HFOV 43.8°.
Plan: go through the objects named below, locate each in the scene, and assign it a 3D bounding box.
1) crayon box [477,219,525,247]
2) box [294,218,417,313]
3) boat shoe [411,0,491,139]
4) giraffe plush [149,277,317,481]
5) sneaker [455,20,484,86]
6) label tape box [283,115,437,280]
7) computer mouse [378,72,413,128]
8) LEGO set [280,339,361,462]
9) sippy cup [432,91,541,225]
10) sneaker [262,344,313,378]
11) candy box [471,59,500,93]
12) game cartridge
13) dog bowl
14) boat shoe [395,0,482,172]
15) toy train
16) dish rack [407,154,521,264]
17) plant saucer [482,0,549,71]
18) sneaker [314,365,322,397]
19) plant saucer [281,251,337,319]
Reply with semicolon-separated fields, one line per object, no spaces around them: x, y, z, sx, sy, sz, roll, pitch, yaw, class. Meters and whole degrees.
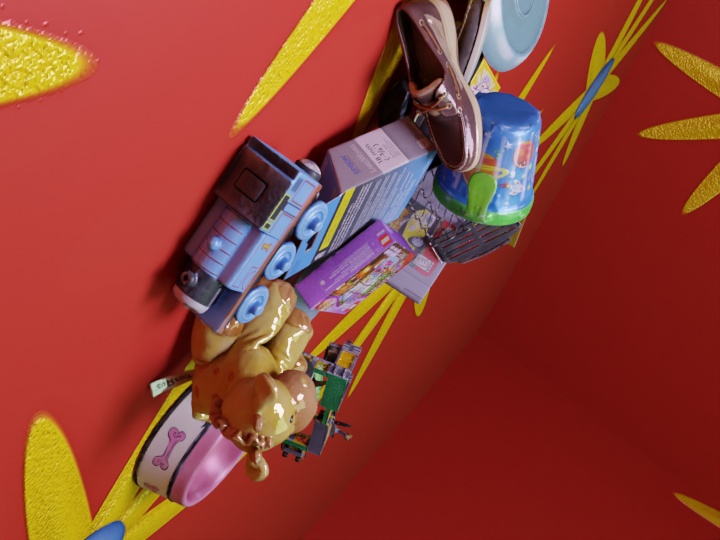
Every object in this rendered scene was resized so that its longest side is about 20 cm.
0.180;-0.132;1.399;0.051;0.199;0.127;-49;166;-19;crayon box
0.000;0.000;1.188;0.136;0.039;0.200;-38;170;7;box
0.104;-0.236;1.071;0.072;0.060;0.203;-65;174;-49;boat shoe
-0.116;0.128;0.988;0.199;0.162;0.174;-34;130;-14;giraffe plush
0.100;-0.250;1.177;0.082;0.072;0.201;-22;154;-19;sneaker
-0.017;-0.088;1.066;0.199;0.063;0.145;-29;161;-35;label tape box
0.058;-0.246;1.081;0.059;0.034;0.202;-48;161;-56;computer mouse
-0.079;0.175;1.361;0.116;0.151;0.203;-60;160;-63;LEGO set
0.168;-0.149;1.137;0.138;0.179;0.132;-5;130;-21;sippy cup
-0.096;0.113;1.175;0.099;0.071;0.199;-31;155;22;sneaker
0.175;-0.273;1.419;0.103;0.026;0.200;-60;166;8;candy box
0.086;-0.060;1.387;0.201;0.132;0.041;-59;176;24;game cartridge
-0.207;0.228;1.199;0.201;0.073;0.201;-51;166;-17;dog bowl
0.081;-0.204;1.007;0.072;0.071;0.203;-28;111;-44;boat shoe
-0.114;-0.032;0.893;0.201;0.086;0.114;-54;157;5;toy train
0.138;-0.099;1.301;0.152;0.201;0.055;-25;-157;21;dish rack
0.198;-0.352;1.121;0.199;0.027;0.203;-27;122;-53;plant saucer
-0.102;0.175;1.481;0.201;0.073;0.085;92;11;-61;sneaker
-0.063;-0.001;1.224;0.202;0.038;0.202;-50;165;-18;plant saucer
